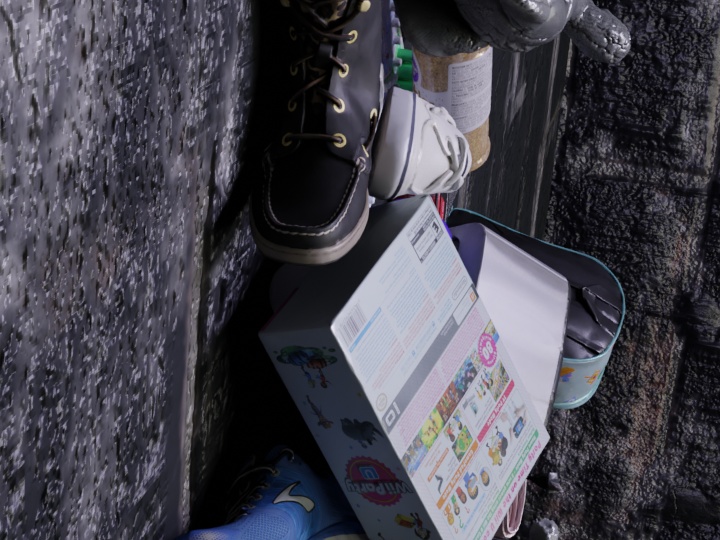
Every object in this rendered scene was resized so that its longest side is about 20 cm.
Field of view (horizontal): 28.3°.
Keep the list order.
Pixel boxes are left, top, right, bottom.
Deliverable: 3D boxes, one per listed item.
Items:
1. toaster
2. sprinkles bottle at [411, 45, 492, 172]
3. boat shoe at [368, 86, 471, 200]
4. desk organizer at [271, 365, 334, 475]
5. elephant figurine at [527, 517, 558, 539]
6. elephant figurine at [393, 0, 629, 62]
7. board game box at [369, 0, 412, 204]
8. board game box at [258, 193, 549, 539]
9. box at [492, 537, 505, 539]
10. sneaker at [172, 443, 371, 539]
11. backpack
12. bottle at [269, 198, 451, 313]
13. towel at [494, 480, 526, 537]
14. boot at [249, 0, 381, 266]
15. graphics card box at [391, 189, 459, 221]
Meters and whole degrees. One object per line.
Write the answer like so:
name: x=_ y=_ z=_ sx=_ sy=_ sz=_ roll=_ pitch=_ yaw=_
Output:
toaster: x=0.068 y=0.075 z=1.131 sx=0.118 sy=0.199 sz=0.182 roll=31 pitch=63 yaw=-34
sprinkles bottle: x=0.073 y=-0.166 z=1.139 sx=0.201 sy=0.068 sz=0.069 roll=86 pitch=18 yaw=-50
boat shoe: x=0.043 y=-0.083 z=0.975 sx=0.200 sy=0.069 sz=0.071 roll=-73 pitch=180 yaw=-80
desk organizer: x=-0.025 y=0.138 z=1.026 sx=0.201 sy=0.071 sz=0.077 roll=85 pitch=21 yaw=-51
elephant figurine: x=0.026 y=0.259 z=1.029 sx=0.155 sy=0.198 sz=0.143 roll=-53 pitch=147 yaw=-50
elephant figurine: x=0.090 y=-0.207 z=0.973 sx=0.201 sy=0.154 sz=0.142 roll=62 pitch=-1 yaw=-6
board game box: x=0.012 y=-0.129 z=1.107 sx=0.200 sy=0.026 sz=0.202 roll=73 pitch=28 yaw=-65
board game box: x=0.034 y=0.077 z=0.909 sx=0.148 sy=0.064 sz=0.201 roll=-50 pitch=120 yaw=-45
box: x=0.008 y=0.247 z=0.942 sx=0.044 sy=0.198 sz=0.161 roll=70 pitch=32 yaw=-56
sneaker: x=-0.064 y=0.158 z=0.871 sx=0.090 sy=0.078 sz=0.200 roll=62 pitch=20 yaw=15
backpack: x=0.153 y=0.053 z=1.401 sx=0.176 sy=0.198 sz=0.154 roll=-68 pitch=167 yaw=-49
bottle: x=0.000 y=0.000 z=1.006 sx=0.084 sy=0.065 sz=0.200 roll=-55 pitch=167 yaw=21
towel: x=0.076 y=0.120 z=1.255 sx=0.032 sy=0.199 sz=0.193 roll=12 pitch=87 yaw=-40
boot: x=-0.023 y=-0.114 z=0.827 sx=0.201 sy=0.072 sz=0.152 roll=-73 pitch=168 yaw=-50
graphics card box: x=0.074 y=-0.128 z=1.351 sx=0.200 sy=0.050 sz=0.126 roll=-63 pitch=159 yaw=-53
